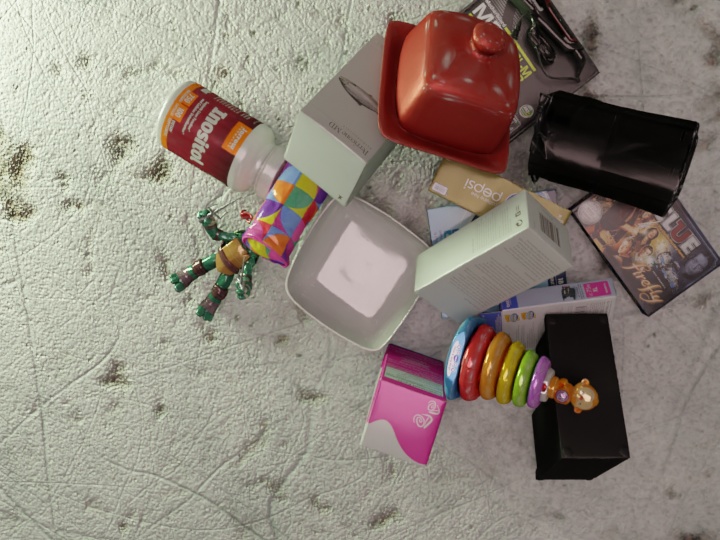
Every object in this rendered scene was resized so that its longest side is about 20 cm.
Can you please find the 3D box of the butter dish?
[{"bbox_3d":[0.136,-0.258,0.835,0.196,0.148,0.204,14,65,-16],"label":"butter dish"}]

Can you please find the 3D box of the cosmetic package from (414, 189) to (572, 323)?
[{"bbox_3d":[0.178,-0.013,0.889,0.101,0.072,0.199,34,133,-28],"label":"cosmetic package"}]

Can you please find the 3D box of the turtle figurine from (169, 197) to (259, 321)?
[{"bbox_3d":[-0.211,-0.016,1.030,0.200,0.100,0.151,-41,75,25],"label":"turtle figurine"}]

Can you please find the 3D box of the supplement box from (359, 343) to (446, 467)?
[{"bbox_3d":[0.067,0.194,0.968,0.101,0.200,0.103,18,100,5],"label":"supplement box"}]

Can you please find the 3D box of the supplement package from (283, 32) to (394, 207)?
[{"bbox_3d":[0.001,-0.215,0.919,0.116,0.118,0.201,37,60,0],"label":"supplement package"}]

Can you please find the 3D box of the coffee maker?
[{"bbox_3d":[0.334,-0.155,0.867,0.197,0.192,0.137,19,109,20],"label":"coffee maker"}]

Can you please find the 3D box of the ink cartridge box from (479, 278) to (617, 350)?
[{"bbox_3d":[0.277,0.072,0.973,0.196,0.043,0.120,-10,140,7],"label":"ink cartridge box"}]

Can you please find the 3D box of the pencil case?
[{"bbox_3d":[-0.096,-0.104,0.968,0.087,0.089,0.202,30,71,2],"label":"pencil case"}]

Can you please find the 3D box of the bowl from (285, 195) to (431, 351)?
[{"bbox_3d":[0.000,0.000,1.017,0.198,0.075,0.202,33,100,1],"label":"bowl"}]

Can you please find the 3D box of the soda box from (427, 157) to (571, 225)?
[{"bbox_3d":[0.199,-0.101,0.936,0.197,0.068,0.065,28,99,4],"label":"soda box"}]

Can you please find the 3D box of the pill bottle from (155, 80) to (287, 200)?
[{"bbox_3d":[-0.206,-0.196,0.999,0.198,0.113,0.114,31,100,3],"label":"pill bottle"}]

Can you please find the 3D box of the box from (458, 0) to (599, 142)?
[{"bbox_3d":[0.219,-0.313,0.963,0.192,0.048,0.202,-35,92,11],"label":"box"}]

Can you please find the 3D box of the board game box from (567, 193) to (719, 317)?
[{"bbox_3d":[0.428,-0.053,0.973,0.135,0.035,0.201,-37,91,10],"label":"board game box"}]

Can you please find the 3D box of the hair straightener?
[{"bbox_3d":[0.248,-0.345,0.920,0.076,0.041,0.201,-37,96,8],"label":"hair straightener"}]

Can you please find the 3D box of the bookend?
[{"bbox_3d":[0.314,0.197,0.966,0.090,0.201,0.203,-1,64,4],"label":"bookend"}]

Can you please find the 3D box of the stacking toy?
[{"bbox_3d":[0.219,0.144,0.867,0.197,0.109,0.119,17,94,25],"label":"stacking toy"}]

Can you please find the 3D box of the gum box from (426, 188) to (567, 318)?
[{"bbox_3d":[0.211,-0.026,1.001,0.196,0.045,0.174,-9,96,9],"label":"gum box"}]
